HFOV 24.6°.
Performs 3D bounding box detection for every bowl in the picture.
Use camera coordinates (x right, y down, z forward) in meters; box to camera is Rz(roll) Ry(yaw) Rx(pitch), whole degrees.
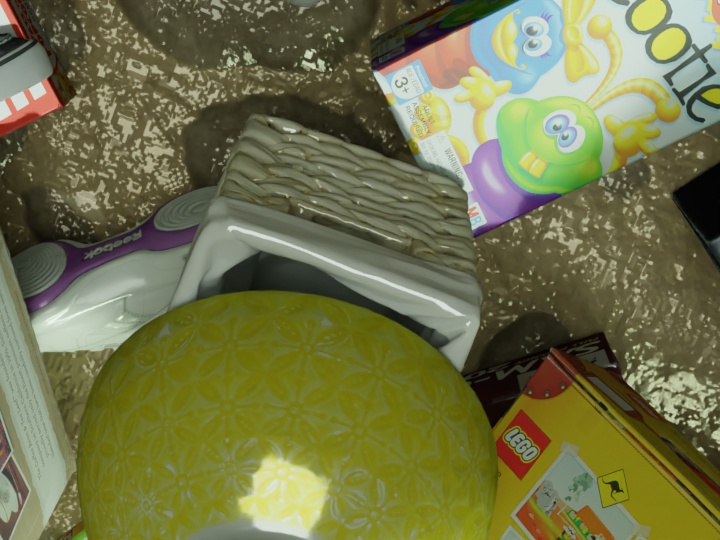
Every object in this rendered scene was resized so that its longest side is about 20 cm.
[{"bbox_3d":[-0.038,0.121,0.728,0.199,0.108,0.201,3,125,4],"label":"bowl"}]

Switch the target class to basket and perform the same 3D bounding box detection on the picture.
[{"bbox_3d":[-0.032,0.040,0.813,0.135,0.124,0.201,19,124,-7],"label":"basket"}]

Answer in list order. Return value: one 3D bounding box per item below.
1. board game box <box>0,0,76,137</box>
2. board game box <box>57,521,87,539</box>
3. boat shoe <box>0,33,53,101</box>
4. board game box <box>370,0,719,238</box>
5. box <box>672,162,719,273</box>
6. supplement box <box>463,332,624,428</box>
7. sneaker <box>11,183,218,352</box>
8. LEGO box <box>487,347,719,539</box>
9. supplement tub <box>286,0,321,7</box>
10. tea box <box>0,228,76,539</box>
[{"bbox_3d":[-0.266,-0.148,0.879,0.151,0.046,0.201,-25,104,7],"label":"board game box"},{"bbox_3d":[-0.198,0.234,0.997,0.200,0.030,0.096,-38,102,7],"label":"board game box"},{"bbox_3d":[-0.257,-0.102,0.835,0.199,0.072,0.068,-10,108,10],"label":"boat shoe"},{"bbox_3d":[0.116,-0.111,0.861,0.199,0.103,0.105,-26,104,7],"label":"board game box"},{"bbox_3d":[0.305,-0.011,0.889,0.199,0.104,0.183,-34,104,9],"label":"box"},{"bbox_3d":[0.122,0.149,0.956,0.108,0.061,0.201,-17,106,5],"label":"supplement box"},{"bbox_3d":[-0.130,0.025,0.914,0.199,0.075,0.100,-17,125,13],"label":"sneaker"},{"bbox_3d":[0.130,0.161,0.825,0.077,0.200,0.149,22,109,-47],"label":"LEGO box"},{"bbox_3d":[-0.072,-0.238,0.804,0.199,0.145,0.145,30,103,-8],"label":"supplement tub"},{"bbox_3d":[-0.276,0.069,0.844,0.195,0.134,0.201,4,128,15],"label":"tea box"}]
